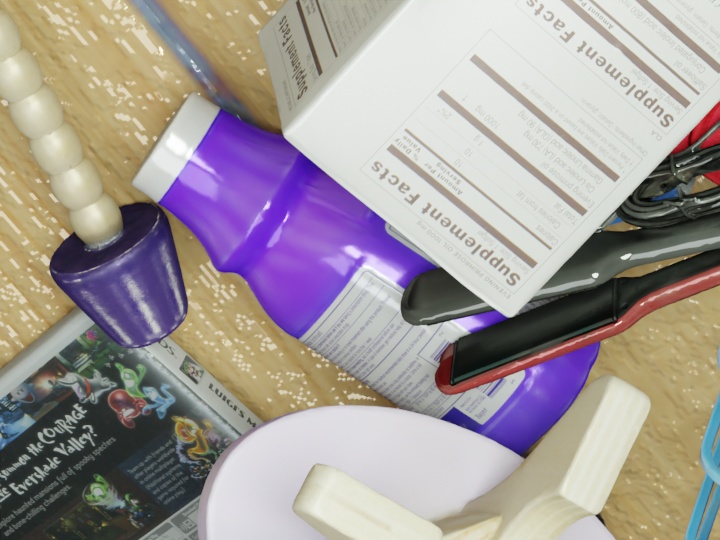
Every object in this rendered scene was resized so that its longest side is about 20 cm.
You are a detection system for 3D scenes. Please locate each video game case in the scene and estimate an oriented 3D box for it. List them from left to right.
[{"bbox_3d":[-0.115,0.117,1.256,0.182,0.023,0.200,43,127,-14],"label":"video game case"}]

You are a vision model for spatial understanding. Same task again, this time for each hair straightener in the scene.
[{"bbox_3d":[0.104,-0.015,1.009,0.200,0.041,0.077,-18,118,23],"label":"hair straightener"}]

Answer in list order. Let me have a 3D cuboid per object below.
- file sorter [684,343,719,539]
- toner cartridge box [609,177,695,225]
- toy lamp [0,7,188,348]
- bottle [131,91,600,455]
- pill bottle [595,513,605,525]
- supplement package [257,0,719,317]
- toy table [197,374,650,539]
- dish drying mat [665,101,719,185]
[{"bbox_3d":[0.198,0.094,1.068,0.122,0.139,0.200,14,127,13],"label":"file sorter"},{"bbox_3d":[0.048,-0.104,1.033,0.095,0.043,0.200,-17,117,28],"label":"toner cartridge box"},{"bbox_3d":[-0.131,-0.056,1.118,0.058,0.058,0.200,-15,116,27],"label":"toy lamp"},{"bbox_3d":[0.000,0.000,1.106,0.200,0.065,0.084,33,142,-6],"label":"bottle"},{"bbox_3d":[0.023,0.180,1.125,0.112,0.200,0.112,19,168,4],"label":"pill bottle"},{"bbox_3d":[0.072,-0.104,0.932,0.109,0.114,0.200,38,104,-20],"label":"supplement package"},{"bbox_3d":[0.041,0.126,1.017,0.200,0.184,0.117,18,171,-14],"label":"toy table"},{"bbox_3d":[0.190,-0.104,0.981,0.077,0.018,0.200,19,124,-23],"label":"dish drying mat"}]
